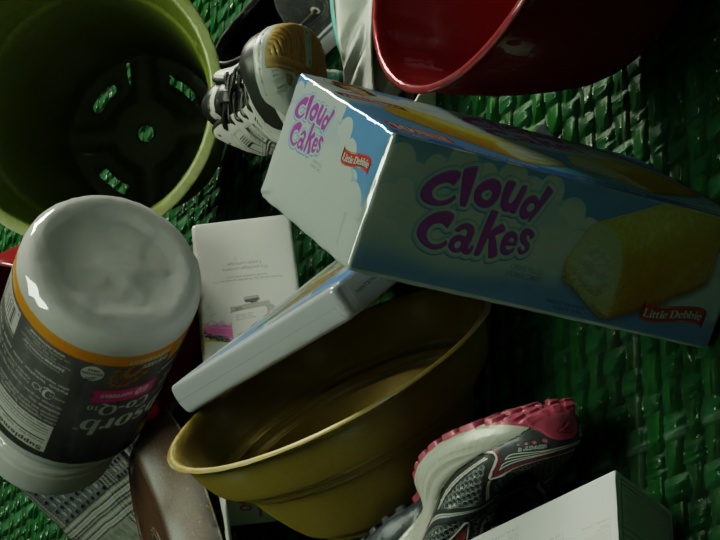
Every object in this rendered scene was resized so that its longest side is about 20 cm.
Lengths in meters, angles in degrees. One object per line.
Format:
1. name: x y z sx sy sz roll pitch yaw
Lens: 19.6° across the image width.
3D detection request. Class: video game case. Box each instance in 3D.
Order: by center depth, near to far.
1. video game case: 0.000 0.000 1.177 0.022 0.182 0.200 54 145 -3

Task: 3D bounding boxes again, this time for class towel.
1. towel: -0.207 0.133 1.511 0.035 0.193 0.200 -47 6 -37

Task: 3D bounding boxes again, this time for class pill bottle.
1. pill bottle: -0.179 0.053 1.326 0.200 0.116 0.117 118 151 -49

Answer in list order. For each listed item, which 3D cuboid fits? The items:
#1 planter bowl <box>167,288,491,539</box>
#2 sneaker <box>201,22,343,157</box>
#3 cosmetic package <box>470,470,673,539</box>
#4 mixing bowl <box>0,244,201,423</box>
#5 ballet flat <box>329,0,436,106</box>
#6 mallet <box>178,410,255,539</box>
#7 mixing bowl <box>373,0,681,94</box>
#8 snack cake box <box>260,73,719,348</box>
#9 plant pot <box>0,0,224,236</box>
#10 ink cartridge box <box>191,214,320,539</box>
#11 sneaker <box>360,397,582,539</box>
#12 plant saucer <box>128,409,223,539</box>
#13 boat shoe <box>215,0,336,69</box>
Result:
1. planter bowl: 0.000 0.092 1.161 0.200 0.200 0.084 -3 117 63
2. sneaker: -0.060 -0.101 1.301 0.200 0.087 0.076 48 -138 -78
3. cosmetic package: 0.061 0.178 1.012 0.200 0.051 0.083 -30 37 32
4. mixing bowl: -0.189 0.045 1.525 0.108 0.200 0.200 -46 6 -36
5. ballet flat: 0.020 -0.123 1.289 0.069 0.069 0.200 -33 49 55
6. mallet: -0.087 0.165 1.408 0.066 0.041 0.200 -45 45 46
7. mixing bowl: 0.101 -0.168 1.062 0.200 0.108 0.200 -44 36 45
8. snack cake box: 0.068 -0.029 0.991 0.115 0.200 0.067 43 117 59
9. plant pot: -0.176 -0.111 1.500 0.190 0.200 0.201 20 -100 -81
10. ink cartridge box: -0.062 0.080 1.309 0.117 0.067 0.200 89 175 -56
11. sneaker: 0.064 0.136 1.084 0.075 0.080 0.200 61 142 28
12. plant saucer: -0.115 0.191 1.356 0.200 0.032 0.201 166 90 -76
13. boat shoe: -0.041 -0.191 1.422 0.200 0.066 0.070 -41 45 51
